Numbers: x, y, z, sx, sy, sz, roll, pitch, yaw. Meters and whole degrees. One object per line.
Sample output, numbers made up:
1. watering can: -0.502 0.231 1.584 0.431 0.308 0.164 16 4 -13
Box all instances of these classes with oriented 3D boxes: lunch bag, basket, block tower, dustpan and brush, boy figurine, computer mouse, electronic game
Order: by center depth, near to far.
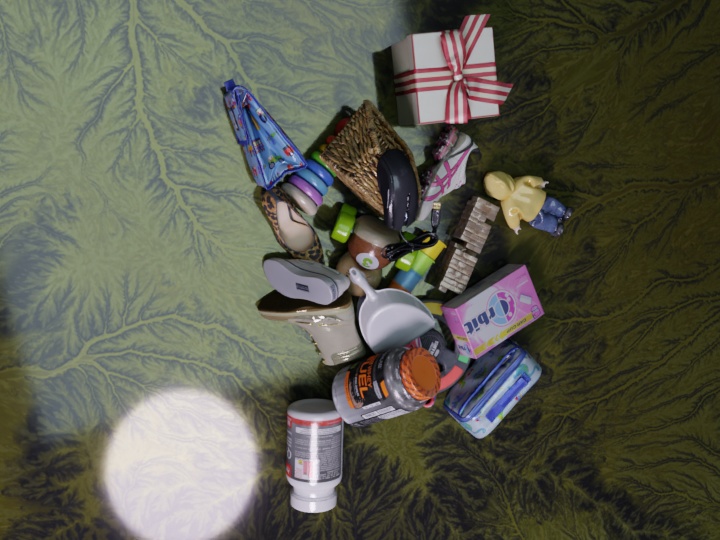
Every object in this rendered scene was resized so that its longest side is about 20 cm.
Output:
1. computer mouse: 0.098 -0.121 1.529 0.139 0.046 0.203 -14 108 -34
2. lunch bag: -0.190 -0.261 1.563 0.093 0.151 0.202 -30 103 -7
3. basket: 0.047 -0.194 1.592 0.149 0.143 0.200 -49 138 -2
4. dustpan and brush: 0.038 0.067 1.618 0.139 0.058 0.200 -33 131 10
5. lunch bag: 0.267 0.236 1.728 0.082 0.161 0.200 43 88 -14
6. block tower: 0.214 -0.048 1.732 0.057 0.054 0.202 24 93 -14
7. boy figurine: 0.334 -0.138 1.741 0.198 0.064 0.126 25 92 -14
8. electronic game: 0.137 0.158 1.750 0.197 0.042 0.203 -2 98 -12

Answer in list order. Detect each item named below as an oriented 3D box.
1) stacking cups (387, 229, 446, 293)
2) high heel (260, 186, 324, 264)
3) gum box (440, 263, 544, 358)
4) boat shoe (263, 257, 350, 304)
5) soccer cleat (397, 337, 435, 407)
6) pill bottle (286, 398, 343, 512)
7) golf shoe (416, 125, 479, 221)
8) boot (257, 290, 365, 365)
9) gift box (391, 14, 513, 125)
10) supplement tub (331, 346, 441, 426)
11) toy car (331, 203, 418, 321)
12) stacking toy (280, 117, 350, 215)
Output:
1. stacking cups: 0.091 0.013 1.712 0.060 0.060 0.201 37 90 -14
2. high heel: -0.123 -0.072 1.608 0.071 0.143 0.201 -37 104 -5
3. gum box: 0.275 0.078 1.738 0.199 0.066 0.115 -30 104 -20
4. boat shoe: -0.103 0.010 1.619 0.065 0.198 0.073 -29 118 -39
5. soccer cleat: 0.102 0.178 1.691 0.067 0.073 0.202 -23 101 0
6. pill bottle: -0.091 0.367 1.690 0.114 0.116 0.203 0 97 -12
7. golf shoe: 0.168 -0.182 1.694 0.091 0.073 0.202 28 91 -16
8. boot: -0.095 0.114 1.671 0.197 0.073 0.156 -2 129 19
9. gift box: 0.173 -0.374 1.610 0.197 0.187 0.187 -13 101 -9
10. supplement tub: 0.050 0.220 1.625 0.122 0.199 0.124 25 53 -38
11. toy car: 0.000 0.000 1.652 0.162 0.158 0.202 23 105 -4
12. stacking toy: -0.066 -0.209 1.643 0.085 0.085 0.201 38 82 -14
